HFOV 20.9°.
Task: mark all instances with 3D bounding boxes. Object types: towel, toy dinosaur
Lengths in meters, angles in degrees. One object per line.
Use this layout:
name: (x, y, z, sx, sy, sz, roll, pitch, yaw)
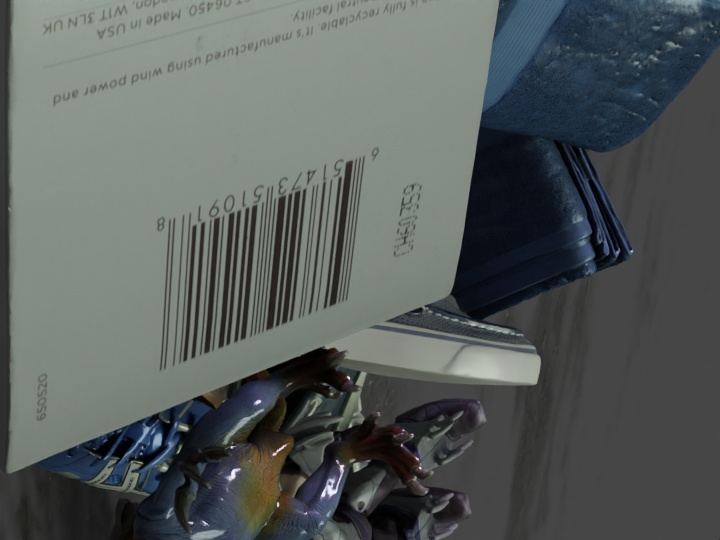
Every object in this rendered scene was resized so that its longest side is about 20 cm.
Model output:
towel: (0.050, -0.079, 0.959, 0.048, 0.111, 0.201, -29, 94, -43)
towel: (0.066, -0.108, 0.824, 0.199, 0.049, 0.112, 10, 128, -40)
toy dinosaur: (-0.057, 0.113, 0.782, 0.181, 0.105, 0.200, -38, -171, -23)

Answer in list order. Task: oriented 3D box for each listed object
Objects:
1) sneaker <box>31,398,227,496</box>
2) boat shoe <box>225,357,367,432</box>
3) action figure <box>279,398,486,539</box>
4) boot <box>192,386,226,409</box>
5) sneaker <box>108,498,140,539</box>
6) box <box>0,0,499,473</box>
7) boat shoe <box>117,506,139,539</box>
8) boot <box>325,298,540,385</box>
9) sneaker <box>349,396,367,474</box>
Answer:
sneaker: (-0.105, 0.060, 0.868, 0.076, 0.077, 0.200, -69, 160, 2)
boat shoe: (-0.023, 0.013, 1.001, 0.201, 0.075, 0.062, -67, 157, -3)
action figure: (-0.001, 0.125, 0.951, 0.200, 0.069, 0.131, -33, 118, -62)
boot: (-0.069, -0.010, 0.788, 0.097, 0.075, 0.200, -56, -163, 1)
sneaker: (-0.044, 0.151, 1.023, 0.199, 0.075, 0.083, 0, 104, -35)
box: (-0.068, -0.073, 0.655, 0.198, 0.131, 0.201, -21, 132, -35)
boat shoe: (-0.134, 0.191, 0.939, 0.200, 0.068, 0.072, -46, 165, -6)
boot: (0.000, 0.000, 0.930, 0.073, 0.199, 0.091, 171, -71, -66)
sneaker: (-0.031, 0.046, 1.096, 0.087, 0.075, 0.201, -138, -130, -69)
